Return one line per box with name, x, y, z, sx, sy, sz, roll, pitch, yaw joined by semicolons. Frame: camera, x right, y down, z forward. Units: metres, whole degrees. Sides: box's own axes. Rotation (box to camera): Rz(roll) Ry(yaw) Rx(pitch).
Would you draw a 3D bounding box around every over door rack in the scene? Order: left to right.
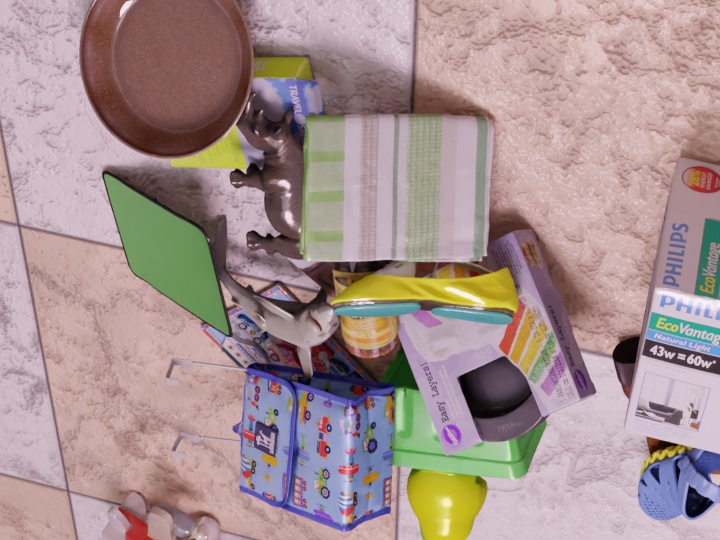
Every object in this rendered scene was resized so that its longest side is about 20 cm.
over door rack;-0.135;0.156;1.859;0.197;0.067;0.149;-2;132;-2

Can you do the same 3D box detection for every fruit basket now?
fruit basket;0.108;0.213;1.777;0.213;0.156;0.218;9;118;17

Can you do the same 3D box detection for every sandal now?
sandal;0.365;0.238;1.690;0.078;0.088;0.201;18;147;-7

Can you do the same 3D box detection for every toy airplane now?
toy airplane;-0.263;0.384;2.121;0.199;0.140;0.201;18;137;62

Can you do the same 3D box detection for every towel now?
towel;0.036;-0.083;1.535;0.197;0.031;0.152;0;99;-16

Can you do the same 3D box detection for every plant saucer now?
plant saucer;-0.193;-0.216;1.559;0.198;0.037;0.204;4;100;20

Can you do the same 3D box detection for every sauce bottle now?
sauce bottle;0.000;0.000;1.610;0.065;0.066;0.202;4;129;19

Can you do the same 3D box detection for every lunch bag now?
lunch bag;-0.065;0.194;1.747;0.198;0.094;0.153;10;103;36

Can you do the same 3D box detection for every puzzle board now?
puzzle board;-0.084;0.112;1.867;0.150;0.017;0.200;-28;115;38

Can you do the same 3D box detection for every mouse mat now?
mouse mat;-0.222;-0.019;1.751;0.199;0.007;0.162;31;144;38

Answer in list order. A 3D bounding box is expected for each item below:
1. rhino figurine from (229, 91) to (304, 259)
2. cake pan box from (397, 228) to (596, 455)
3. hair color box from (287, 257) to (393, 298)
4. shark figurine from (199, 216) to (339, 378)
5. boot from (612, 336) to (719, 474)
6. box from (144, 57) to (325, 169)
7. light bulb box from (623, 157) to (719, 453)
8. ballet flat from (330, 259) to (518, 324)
rhino figurine;-0.086;-0.096;1.585;0.086;0.060;0.202;4;123;27
cake pan box;0.139;0.083;1.644;0.183;0.052;0.202;-25;81;33
hair color box;0.015;-0.052;1.647;0.111;0.064;0.199;40;134;-16
shark figurine;-0.086;0.031;1.719;0.213;0.089;0.129;28;145;33
boot;0.387;0.162;1.680;0.186;0.069;0.201;-8;127;28
box;-0.120;-0.165;1.612;0.197;0.048;0.123;3;131;20
light bulb box;0.343;0.035;1.493;0.123;0.199;0.202;12;135;9
ballet flat;0.067;0.017;1.572;0.197;0.068;0.067;3;167;-8
